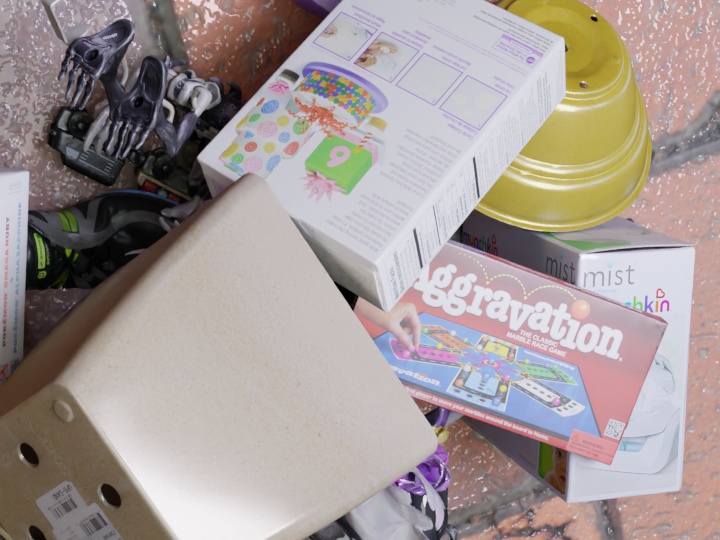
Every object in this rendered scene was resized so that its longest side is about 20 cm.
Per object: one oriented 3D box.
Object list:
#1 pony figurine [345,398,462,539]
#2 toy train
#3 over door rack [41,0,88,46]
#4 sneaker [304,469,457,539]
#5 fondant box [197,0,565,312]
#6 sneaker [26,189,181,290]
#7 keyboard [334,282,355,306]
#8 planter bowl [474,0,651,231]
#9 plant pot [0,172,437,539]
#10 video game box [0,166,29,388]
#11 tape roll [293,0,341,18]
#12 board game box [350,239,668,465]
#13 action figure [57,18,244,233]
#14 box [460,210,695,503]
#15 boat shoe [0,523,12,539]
[{"bbox_3d":[0.012,0.111,1.028,0.200,0.192,0.167,-44,152,-29],"label":"pony figurine"},{"bbox_3d":[-0.130,-0.055,1.041,0.199,0.034,0.046,27,97,-22],"label":"toy train"},{"bbox_3d":[-0.161,-0.255,0.921,0.200,0.148,0.067,-45,143,-6],"label":"over door rack"},{"bbox_3d":[-0.005,0.159,1.117,0.114,0.075,0.201,-39,107,-18],"label":"sneaker"},{"bbox_3d":[0.017,-0.092,0.926,0.200,0.144,0.058,-49,153,-22],"label":"fondant box"},{"bbox_3d":[-0.206,-0.011,0.988,0.197,0.083,0.072,-1,111,-12],"label":"sneaker"},{"bbox_3d":[0.000,0.000,1.034,0.103,0.202,0.040,0,142,-8],"label":"keyboard"},{"bbox_3d":[0.127,-0.133,1.027,0.198,0.084,0.202,8,56,-12],"label":"planter bowl"},{"bbox_3d":[-0.113,0.097,0.869,0.201,0.199,0.177,56,43,-3],"label":"plant pot"},{"bbox_3d":[-0.306,0.017,0.931,0.198,0.047,0.184,8,99,17],"label":"video game box"},{"bbox_3d":[0.014,-0.272,1.029,0.198,0.066,0.203,-5,104,-20],"label":"tape roll"},{"bbox_3d":[0.090,0.047,0.952,0.198,0.019,0.104,19,98,-9],"label":"board game box"},{"bbox_3d":[-0.125,-0.090,0.965,0.119,0.200,0.102,39,95,21],"label":"action figure"},{"bbox_3d":[0.153,0.049,1.077,0.096,0.200,0.179,-4,104,-18],"label":"box"},{"bbox_3d":[-0.190,0.217,1.061,0.199,0.073,0.065,33,129,-9],"label":"boat shoe"}]
